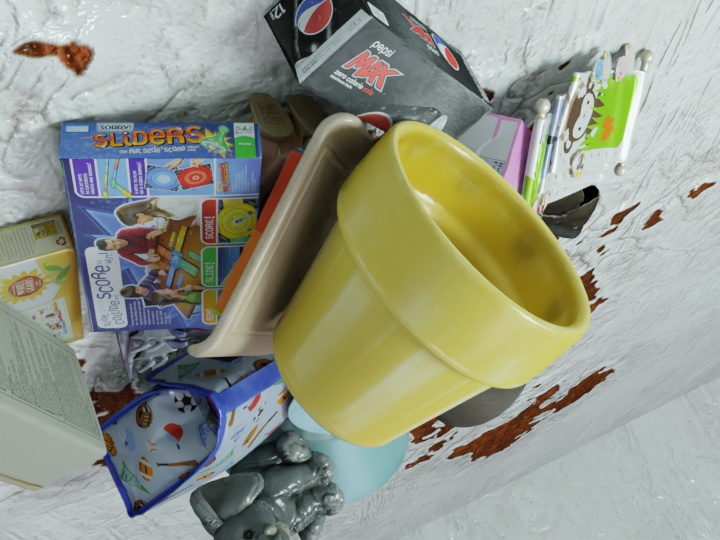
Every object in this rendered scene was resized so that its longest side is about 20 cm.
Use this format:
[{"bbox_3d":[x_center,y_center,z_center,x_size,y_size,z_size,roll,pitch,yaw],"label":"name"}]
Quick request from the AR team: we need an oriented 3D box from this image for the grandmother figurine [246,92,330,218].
[{"bbox_3d":[-0.100,-0.052,0.749,0.120,0.061,0.201,1,142,-33],"label":"grandmother figurine"}]

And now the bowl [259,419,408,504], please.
[{"bbox_3d":[-0.042,0.170,1.128,0.198,0.202,0.106,-21,136,-14],"label":"bowl"}]

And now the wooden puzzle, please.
[{"bbox_3d":[-0.053,-0.021,0.721,0.202,0.037,0.185,-58,169,1],"label":"wooden puzzle"}]

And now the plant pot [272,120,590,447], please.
[{"bbox_3d":[0.037,0.025,0.697,0.189,0.202,0.199,-44,152,25],"label":"plant pot"}]

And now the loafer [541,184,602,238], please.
[{"bbox_3d":[0.200,-0.083,1.015,0.199,0.073,0.072,-3,137,-54],"label":"loafer"}]

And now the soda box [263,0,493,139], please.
[{"bbox_3d":[0.020,-0.148,0.678,0.070,0.064,0.199,-37,154,21],"label":"soda box"}]

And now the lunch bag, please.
[{"bbox_3d":[-0.153,0.141,0.956,0.199,0.125,0.169,-35,175,37],"label":"lunch bag"}]

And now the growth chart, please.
[{"bbox_3d":[0.212,-0.129,0.872,0.199,0.018,0.147,-26,129,-39],"label":"growth chart"}]

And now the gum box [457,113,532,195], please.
[{"bbox_3d":[0.111,-0.043,0.864,0.113,0.065,0.203,24,83,-62],"label":"gum box"}]

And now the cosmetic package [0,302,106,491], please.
[{"bbox_3d":[-0.270,0.087,0.682,0.072,0.105,0.200,-26,156,0],"label":"cosmetic package"}]

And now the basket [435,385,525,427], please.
[{"bbox_3d":[0.126,0.126,1.268,0.180,0.137,0.199,-38,151,13],"label":"basket"}]

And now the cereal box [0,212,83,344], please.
[{"bbox_3d":[-0.315,0.035,0.707,0.197,0.040,0.145,-17,154,-24],"label":"cereal box"}]

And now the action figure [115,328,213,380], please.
[{"bbox_3d":[-0.131,0.045,0.884,0.197,0.071,0.130,-13,172,-13],"label":"action figure"}]

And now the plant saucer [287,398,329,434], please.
[{"bbox_3d":[0.018,0.117,0.975,0.198,0.039,0.202,-11,151,-6],"label":"plant saucer"}]

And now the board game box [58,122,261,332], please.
[{"bbox_3d":[-0.144,-0.026,0.696,0.133,0.035,0.201,-1,142,-11],"label":"board game box"}]

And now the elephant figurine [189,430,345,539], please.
[{"bbox_3d":[-0.116,0.269,0.993,0.156,0.141,0.200,-50,173,36],"label":"elephant figurine"}]
